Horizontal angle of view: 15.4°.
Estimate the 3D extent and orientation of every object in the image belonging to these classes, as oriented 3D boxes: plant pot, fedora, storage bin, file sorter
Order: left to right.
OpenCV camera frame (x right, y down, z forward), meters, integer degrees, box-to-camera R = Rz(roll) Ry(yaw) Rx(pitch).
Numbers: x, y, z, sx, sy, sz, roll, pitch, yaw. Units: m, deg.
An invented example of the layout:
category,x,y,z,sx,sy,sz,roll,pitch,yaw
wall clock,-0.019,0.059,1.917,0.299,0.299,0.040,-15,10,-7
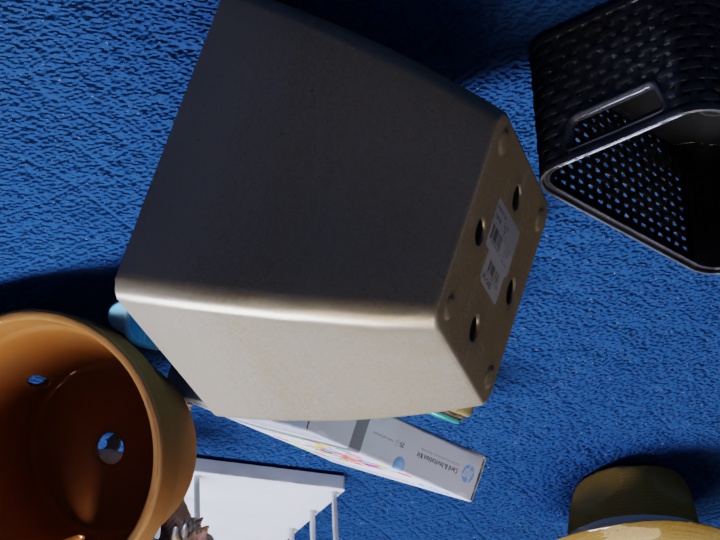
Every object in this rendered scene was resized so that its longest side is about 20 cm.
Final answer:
category,x,y,z,sx,sy,sz,roll,pitch,yaw
plant pot,-0.205,0.130,1.918,0.200,0.201,0.140,-13,173,20
file sorter,-0.114,0.257,2.265,0.138,0.125,0.200,9,152,-22
plant pot,-0.002,-0.020,1.553,0.177,0.200,0.200,12,160,21
fedora,0.230,0.215,2.260,0.200,0.082,0.201,-3,160,-1
storage bin,0.209,-0.085,1.624,0.135,0.094,0.200,-23,149,35

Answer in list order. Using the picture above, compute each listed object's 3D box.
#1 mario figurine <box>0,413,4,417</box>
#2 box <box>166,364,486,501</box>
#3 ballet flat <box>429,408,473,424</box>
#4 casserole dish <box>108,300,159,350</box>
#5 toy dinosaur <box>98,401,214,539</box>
category,x,y,z,sx,sy,sz,roll,pitch,yaw
mario figurine,-0.361,0.133,1.996,0.200,0.106,0.124,-23,114,22
box,-0.026,0.115,2.002,0.156,0.041,0.200,12,171,43
ballet flat,0.020,0.068,1.945,0.069,0.063,0.200,22,173,-39
casserole dish,-0.076,0.017,1.870,0.199,0.039,0.121,1,154,-6
toy dinosaur,-0.198,0.175,2.072,0.199,0.136,0.086,5,153,-14
